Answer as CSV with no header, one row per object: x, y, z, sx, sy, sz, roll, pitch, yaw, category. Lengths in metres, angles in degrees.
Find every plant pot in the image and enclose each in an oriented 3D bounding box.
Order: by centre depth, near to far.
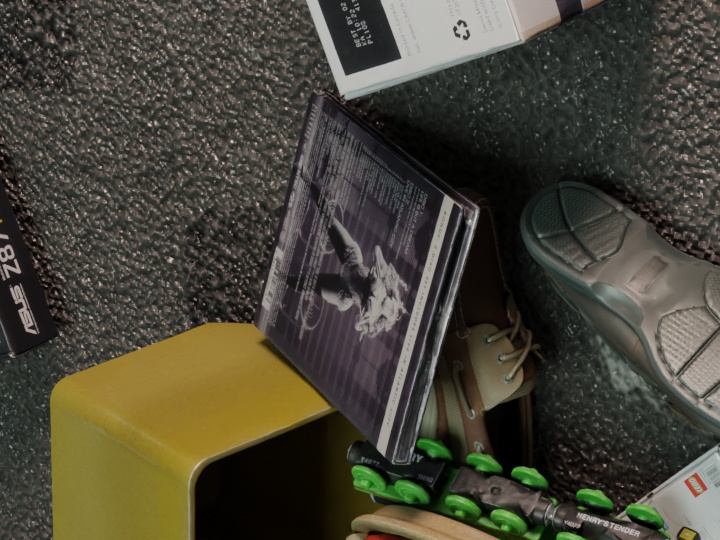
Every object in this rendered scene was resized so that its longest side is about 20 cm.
-0.081,0.137,1.609,0.176,0.200,0.201,27,126,40,plant pot

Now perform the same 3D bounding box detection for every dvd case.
0.000,0.000,1.502,0.200,0.016,0.149,42,121,57,dvd case

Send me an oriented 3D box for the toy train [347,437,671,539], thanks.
0.083,0.134,1.493,0.199,0.042,0.056,16,151,27,toy train

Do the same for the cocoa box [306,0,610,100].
0.040,-0.211,1.377,0.133,0.131,0.201,-13,101,43,cocoa box

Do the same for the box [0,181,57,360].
-0.298,-0.031,1.795,0.161,0.049,0.201,-10,103,46,box

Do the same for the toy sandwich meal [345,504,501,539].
0.076,0.204,1.520,0.204,0.070,0.205,25,167,6,toy sandwich meal

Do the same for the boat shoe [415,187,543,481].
0.070,0.045,1.515,0.072,0.076,0.201,17,129,30,boat shoe

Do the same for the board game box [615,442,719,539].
0.223,0.201,1.476,0.200,0.035,0.126,55,133,7,board game box

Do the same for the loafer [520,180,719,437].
0.166,0.030,1.428,0.200,0.072,0.063,44,164,28,loafer
